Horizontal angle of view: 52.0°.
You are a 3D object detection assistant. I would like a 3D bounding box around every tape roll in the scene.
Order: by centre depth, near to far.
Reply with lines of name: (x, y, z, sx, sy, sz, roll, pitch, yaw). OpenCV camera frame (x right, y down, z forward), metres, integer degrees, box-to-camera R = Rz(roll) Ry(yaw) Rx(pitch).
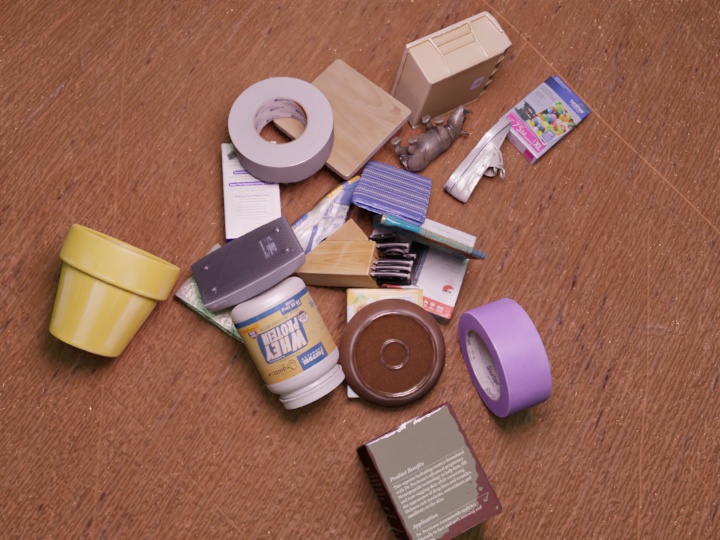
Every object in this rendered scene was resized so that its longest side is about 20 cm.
tape roll: (0.258, 0.157, 1.337, 0.085, 0.200, 0.201, -17, 76, -11)
tape roll: (-0.150, -0.269, 1.417, 0.199, 0.066, 0.201, 0, 68, 0)

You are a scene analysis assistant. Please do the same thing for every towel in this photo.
towel: (0.121, -0.059, 1.358, 0.199, 0.147, 0.022, 21, 89, -6)
towel: (-0.233, 0.051, 1.401, 0.200, 0.034, 0.133, 34, 71, 3)
towel: (0.065, -0.152, 1.445, 0.144, 0.024, 0.200, 19, 32, 0)

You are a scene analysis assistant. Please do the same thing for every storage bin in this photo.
storage bin: (0.181, -0.402, 1.498, 0.198, 0.200, 0.094, -27, 79, -13)

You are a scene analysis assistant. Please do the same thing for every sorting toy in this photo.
sorting toy: (-0.036, -0.295, 1.500, 0.200, 0.070, 0.199, 39, 73, 15)

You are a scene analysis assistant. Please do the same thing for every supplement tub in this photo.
supplement tub: (-0.126, 0.128, 1.312, 0.144, 0.145, 0.201, -29, 97, -14)

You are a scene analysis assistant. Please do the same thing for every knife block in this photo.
knife block: (0.000, 0.000, 1.368, 0.200, 0.064, 0.176, -38, 56, 1)

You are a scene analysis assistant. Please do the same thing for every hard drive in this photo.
hard drive: (-0.202, -0.010, 1.344, 0.199, 0.042, 0.135, -29, 44, -3)

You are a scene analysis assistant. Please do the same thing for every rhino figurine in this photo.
rhino figurine: (0.157, -0.276, 1.523, 0.200, 0.088, 0.060, -36, 43, -17)

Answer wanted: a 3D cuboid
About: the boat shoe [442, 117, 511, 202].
boat shoe: (0.263, -0.219, 1.518, 0.086, 0.075, 0.202, 39, 77, 4)

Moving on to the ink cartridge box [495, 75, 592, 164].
ink cartridge box: (0.400, -0.333, 1.587, 0.200, 0.042, 0.119, -40, 82, -17)

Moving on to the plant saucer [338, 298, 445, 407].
plant saucer: (0.061, 0.151, 1.343, 0.199, 0.034, 0.201, 0, 90, -7)

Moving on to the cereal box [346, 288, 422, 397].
cereal box: (0.045, 0.134, 1.377, 0.143, 0.040, 0.201, 0, 91, -6)

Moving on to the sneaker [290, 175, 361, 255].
sneaker: (-0.058, -0.102, 1.458, 0.200, 0.075, 0.088, -43, 99, -14)

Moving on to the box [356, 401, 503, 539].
box: (0.113, 0.360, 1.277, 0.165, 0.164, 0.201, -23, 77, -12)

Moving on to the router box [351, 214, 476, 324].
router box: (0.105, -0.014, 1.451, 0.199, 0.049, 0.180, 20, 72, 0)

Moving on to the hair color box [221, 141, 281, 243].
hair color box: (-0.213, -0.149, 1.449, 0.109, 0.065, 0.201, -3, 75, -7)

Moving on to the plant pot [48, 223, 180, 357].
plant pot: (-0.449, 0.043, 1.305, 0.200, 0.201, 0.190, 24, 86, 1)
